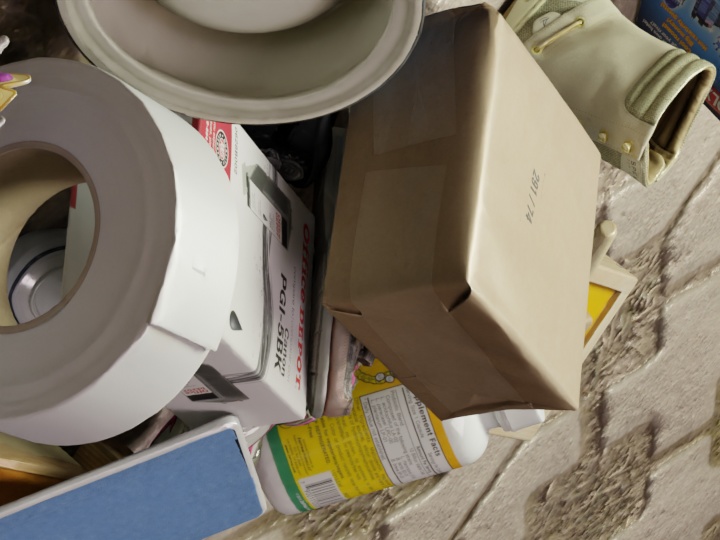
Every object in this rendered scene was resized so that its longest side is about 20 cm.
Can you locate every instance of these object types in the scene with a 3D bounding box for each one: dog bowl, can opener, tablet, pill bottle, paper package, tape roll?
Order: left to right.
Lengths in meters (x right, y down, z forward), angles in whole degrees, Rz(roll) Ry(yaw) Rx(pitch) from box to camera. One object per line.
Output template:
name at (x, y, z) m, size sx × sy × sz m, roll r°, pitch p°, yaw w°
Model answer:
tape roll at (-0.166, -0.009, 1.255) m, size 0.203 × 0.202 × 0.071 m, roll -53°, pitch 150°, yaw 4°
tablet at (-0.161, 0.158, 1.471) m, size 0.199 × 0.014 × 0.130 m, roll -21°, pitch 147°, yaw -5°
dog bowl at (-0.063, -0.171, 1.255) m, size 0.199 × 0.074 × 0.200 m, roll 2°, pitch 141°, yaw 1°
can opener at (-0.033, -0.117, 1.432) m, size 0.200 × 0.063 × 0.079 m, roll 119°, pitch -19°, yaw -58°
pill bottle at (0.023, 0.093, 1.639) m, size 0.199 × 0.113 × 0.113 m, roll -16°, pitch 150°, yaw 8°
paper package at (0.071, -0.031, 1.482) m, size 0.191 × 0.103 × 0.201 m, roll 45°, pitch 45°, yaw -50°

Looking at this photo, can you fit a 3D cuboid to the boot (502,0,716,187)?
boot at (0.137, -0.097, 1.622) m, size 0.200 × 0.155 × 0.072 m, roll -54°, pitch 153°, yaw 2°

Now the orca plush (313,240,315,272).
orca plush at (-0.002, -0.006, 1.612) m, size 0.199 × 0.071 × 0.105 m, roll -16°, pitch 164°, yaw -3°

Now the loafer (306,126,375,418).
loafer at (0.000, 0.000, 1.500) m, size 0.063 × 0.201 × 0.072 m, roll 6°, pitch 156°, yaw -8°

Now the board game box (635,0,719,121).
board game box at (0.282, -0.177, 1.742) m, size 0.062 × 0.200 × 0.200 m, roll -28°, pitch 158°, yaw -33°

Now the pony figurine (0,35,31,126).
pony figurine at (-0.271, -0.035, 1.161) m, size 0.199 × 0.166 × 0.194 m, roll 3°, pitch 115°, yaw -37°

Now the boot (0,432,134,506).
boot at (-0.230, 0.169, 1.499) m, size 0.144 × 0.071 × 0.201 m, roll -56°, pitch 154°, yaw 8°

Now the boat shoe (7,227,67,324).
boat shoe at (-0.153, 0.030, 1.455) m, size 0.074 × 0.067 × 0.200 m, roll -53°, pitch 151°, yaw 4°

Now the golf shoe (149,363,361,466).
golf shoe at (-0.095, 0.099, 1.557) m, size 0.200 × 0.073 × 0.092 m, roll -45°, pitch 149°, yaw 2°

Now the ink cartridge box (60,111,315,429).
ink cartridge box at (-0.098, -0.005, 1.403) m, size 0.200 × 0.083 × 0.147 m, roll 50°, pitch 38°, yaw -61°

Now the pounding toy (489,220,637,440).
pounding toy at (0.122, 0.025, 1.753) m, size 0.200 × 0.142 × 0.184 m, roll -57°, pitch 151°, yaw 11°
